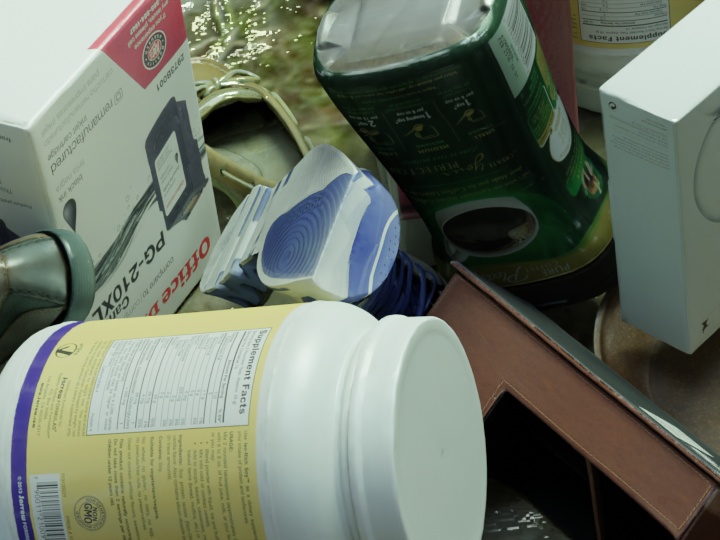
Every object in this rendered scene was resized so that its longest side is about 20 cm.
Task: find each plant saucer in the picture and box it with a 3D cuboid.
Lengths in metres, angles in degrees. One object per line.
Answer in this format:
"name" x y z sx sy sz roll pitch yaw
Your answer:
"plant saucer" 0.219 0.042 1.142 0.199 0.037 0.201 -6 41 5

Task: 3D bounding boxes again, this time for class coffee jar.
"coffee jar" 0.062 -0.063 1.139 0.104 0.200 0.086 -10 45 25

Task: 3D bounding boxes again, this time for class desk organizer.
"desk organizer" 0.102 0.085 1.072 0.077 0.072 0.200 -55 48 6

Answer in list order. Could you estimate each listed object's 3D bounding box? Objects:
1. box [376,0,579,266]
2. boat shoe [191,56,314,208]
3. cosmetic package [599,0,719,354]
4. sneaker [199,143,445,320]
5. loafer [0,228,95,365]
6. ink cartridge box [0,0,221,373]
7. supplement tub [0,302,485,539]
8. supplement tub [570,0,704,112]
"box" 0.056 -0.122 1.236 0.108 0.200 0.128 -11 42 -1
"boat shoe" -0.068 -0.078 1.317 0.073 0.063 0.201 -21 42 -12
"cosmetic package" 0.205 -0.076 1.137 0.052 0.151 0.200 29 55 34
"sneaker" 0.000 0.000 1.158 0.115 0.199 0.081 27 79 -15
"loafer" -0.213 0.032 1.143 0.063 0.200 0.072 -2 66 -44
"ink cartridge box" -0.152 -0.049 1.202 0.084 0.201 0.145 16 47 23
"supplement tub" -0.056 0.090 1.033 0.199 0.146 0.146 -5 40 21
"supplement tub" 0.156 -0.206 1.310 0.145 0.200 0.146 -6 42 6
